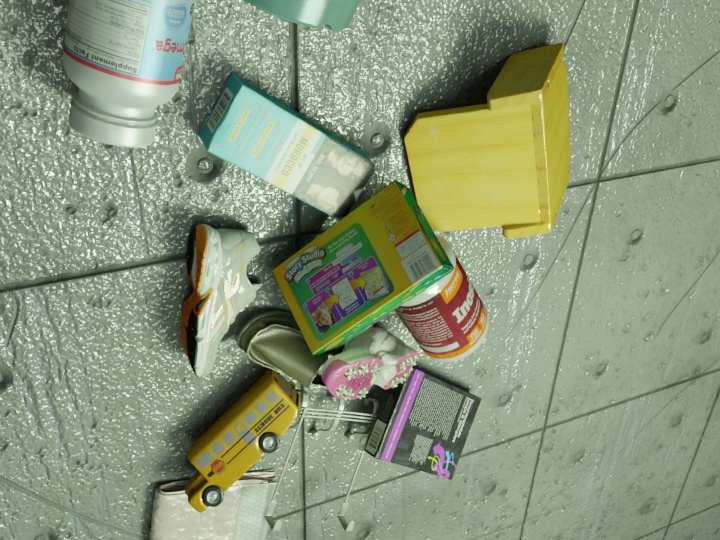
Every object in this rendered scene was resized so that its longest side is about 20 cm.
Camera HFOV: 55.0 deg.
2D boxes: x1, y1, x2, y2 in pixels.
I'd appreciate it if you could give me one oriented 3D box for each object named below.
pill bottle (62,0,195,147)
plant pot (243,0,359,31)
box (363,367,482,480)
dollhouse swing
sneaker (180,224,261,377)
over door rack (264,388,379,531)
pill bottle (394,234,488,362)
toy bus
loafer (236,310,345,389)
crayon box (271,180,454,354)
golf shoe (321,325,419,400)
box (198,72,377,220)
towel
[{"bbox_3d":[-0.213,-0.225,0.639,0.106,0.109,0.204,5,117,-29],"label":"pill bottle"},{"bbox_3d":[-0.044,-0.340,0.617,0.196,0.202,0.199,6,124,-30],"label":"plant pot"},{"bbox_3d":[0.105,0.243,1.098,0.198,0.036,0.146,28,82,-40],"label":"box"},{"bbox_3d":[0.176,-0.168,0.926,0.183,0.172,0.203,-57,142,-41],"label":"dollhouse swing"},{"bbox_3d":[-0.167,0.042,0.850,0.090,0.076,0.204,-3,121,-31],"label":"sneaker"},{"bbox_3d":[-0.062,0.282,1.040,0.145,0.066,0.205,13,92,-33],"label":"over door rack"},{"bbox_3d":[0.094,0.026,0.948,0.112,0.113,0.201,-38,129,-1],"label":"pill bottle"},{"bbox_3d":[-0.168,0.235,0.956,0.200,0.065,0.078,-43,99,2],"label":"toy bus"},{"bbox_3d":[-0.075,0.114,0.940,0.197,0.070,0.076,21,108,-35],"label":"loafer"},{"bbox_3d":[0.000,0.000,0.845,0.198,0.121,0.058,-34,164,16],"label":"crayon box"},{"bbox_3d":[-0.001,0.119,0.938,0.076,0.092,0.198,-54,153,18],"label":"golf shoe"},{"bbox_3d":[-0.080,-0.137,0.800,0.197,0.049,0.083,25,106,-36],"label":"box"},{"bbox_3d":[-0.228,0.399,1.058,0.187,0.032,0.204,0,117,-28],"label":"towel"}]
